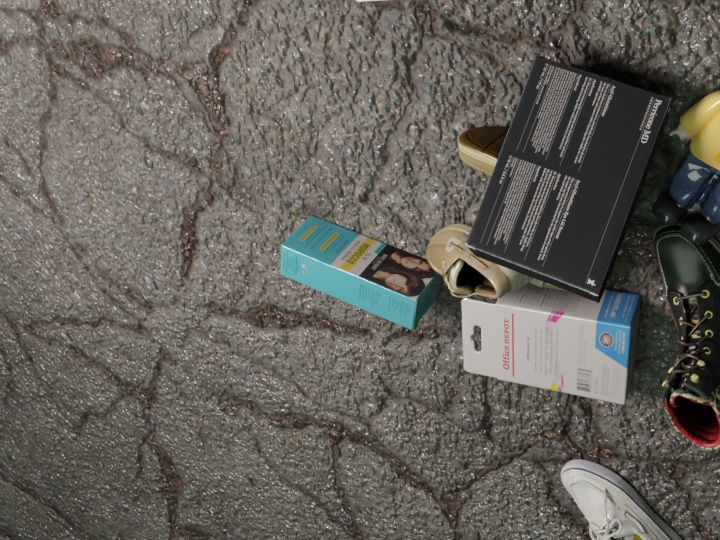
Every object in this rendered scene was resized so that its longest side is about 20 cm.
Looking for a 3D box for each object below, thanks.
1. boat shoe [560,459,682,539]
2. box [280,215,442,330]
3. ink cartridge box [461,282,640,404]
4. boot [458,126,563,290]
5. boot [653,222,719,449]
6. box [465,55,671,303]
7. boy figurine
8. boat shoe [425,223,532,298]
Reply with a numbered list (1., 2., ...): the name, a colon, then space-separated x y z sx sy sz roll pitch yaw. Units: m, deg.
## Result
1. boat shoe: 0.332 0.338 1.303 0.202 0.086 0.075 44 136 -1
2. box: 0.000 0.000 1.289 0.197 0.082 0.050 22 131 20
3. ink cartridge box: 0.223 0.076 1.188 0.197 0.068 0.117 10 126 22
4. boot: 0.191 -0.065 1.118 0.198 0.072 0.156 23 135 19
5. boot: 0.348 0.065 1.042 0.073 0.154 0.205 -15 113 40
6. box: 0.207 -0.089 0.998 0.139 0.079 0.203 21 89 18
7. boy figurine: 0.361 -0.118 0.962 0.124 0.064 0.201 39 139 17
8. boat shoe: 0.123 -0.005 1.166 0.073 0.065 0.199 60 161 -20
